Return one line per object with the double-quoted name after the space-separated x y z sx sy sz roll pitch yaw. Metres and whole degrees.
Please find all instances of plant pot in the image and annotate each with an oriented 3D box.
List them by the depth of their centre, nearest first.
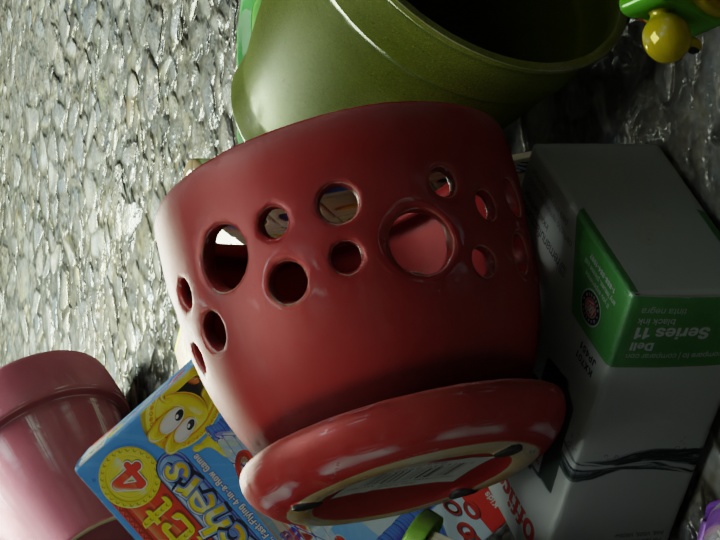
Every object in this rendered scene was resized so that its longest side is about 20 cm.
0.003 0.032 1.212 0.200 0.199 0.183 137 123 -60 "plant pot"
0.022 -0.138 1.330 0.193 0.200 0.201 -50 45 43 "plant pot"
-0.286 0.205 2.152 0.179 0.199 0.200 53 140 31 "plant pot"

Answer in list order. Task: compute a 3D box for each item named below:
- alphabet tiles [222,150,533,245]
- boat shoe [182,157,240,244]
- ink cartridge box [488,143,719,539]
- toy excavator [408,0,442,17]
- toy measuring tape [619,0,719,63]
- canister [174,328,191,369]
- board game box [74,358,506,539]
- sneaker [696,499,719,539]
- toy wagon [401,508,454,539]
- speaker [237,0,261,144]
0.022 -0.035 1.352 0.166 0.199 0.006 40 -138 -66 "alphabet tiles"
-0.063 -0.024 1.748 0.200 0.065 0.072 46 144 34 "boat shoe"
0.131 0.050 1.265 0.147 0.083 0.201 -118 34 -49 "ink cartridge box"
0.050 -0.162 1.456 0.200 0.099 0.195 62 147 33 "toy excavator"
0.177 -0.189 1.199 0.074 0.073 0.201 131 154 -58 "toy measuring tape"
-0.080 0.103 1.769 0.149 0.086 0.201 112 150 -42 "canister"
-0.036 0.127 1.388 0.200 0.196 0.056 48 -171 -4 "board game box"
0.194 0.162 1.138 0.089 0.080 0.201 -108 32 -49 "sneaker"
0.097 0.204 1.284 0.040 0.155 0.200 -55 -17 -11 "toy wagon"
-0.046 -0.136 1.679 0.088 0.088 0.201 -178 87 -67 "speaker"
